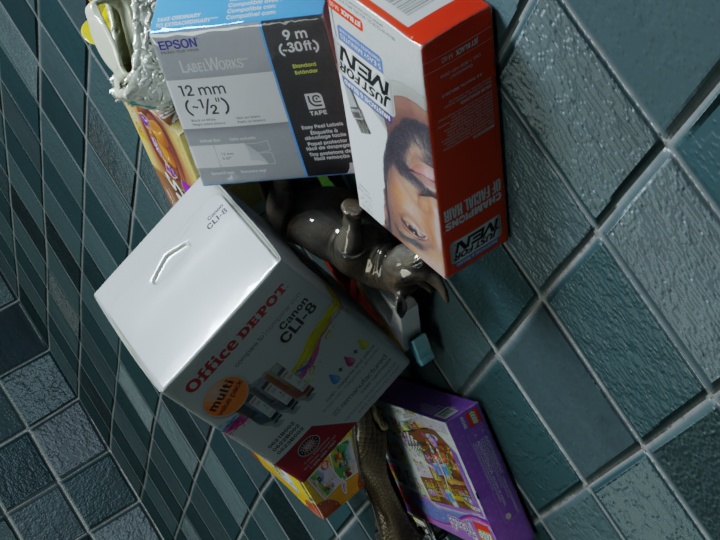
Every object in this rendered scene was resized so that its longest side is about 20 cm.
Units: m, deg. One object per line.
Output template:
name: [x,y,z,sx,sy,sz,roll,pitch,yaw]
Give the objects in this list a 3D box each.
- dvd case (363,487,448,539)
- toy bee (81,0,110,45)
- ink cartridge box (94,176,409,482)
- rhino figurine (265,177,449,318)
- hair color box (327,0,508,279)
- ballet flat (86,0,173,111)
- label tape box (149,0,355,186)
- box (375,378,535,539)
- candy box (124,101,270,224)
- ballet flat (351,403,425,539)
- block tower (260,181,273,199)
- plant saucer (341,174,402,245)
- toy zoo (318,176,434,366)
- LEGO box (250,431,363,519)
dvd case: [0.014,0.175,1.518,0.146,0.022,0.202,11,129,64]
toy bee: [-0.232,-0.277,1.365,0.107,0.131,0.202,-2,118,21]
ink cartridge box: [-0.090,0.049,1.235,0.200,0.146,0.145,39,-175,-45]
rhino figurine: [-0.002,-0.029,1.177,0.199,0.060,0.088,35,142,28]
hair color box: [0.040,-0.106,1.016,0.111,0.064,0.202,41,154,40]
ballet flat: [-0.188,-0.224,1.172,0.072,0.071,0.203,150,105,-70]
label tape box: [-0.076,-0.165,1.101,0.141,0.066,0.202,-2,128,21]
box: [0.070,0.172,1.351,0.199,0.039,0.138,11,127,65]
candy box: [-0.135,-0.082,1.294,0.117,0.056,0.201,41,158,40]
ballet flat: [0.025,0.192,1.377,0.068,0.046,0.202,-90,-12,-63]
block tower: [-0.100,-0.049,1.438,0.054,0.057,0.201,53,160,19]
plant saucer: [-0.007,-0.098,1.204,0.202,0.019,0.070,63,160,-10]
toy zoo: [0.000,0.000,1.289,0.201,0.020,0.131,55,168,14]
LEGO box: [-0.086,0.134,1.513,0.149,0.077,0.201,33,156,50]
